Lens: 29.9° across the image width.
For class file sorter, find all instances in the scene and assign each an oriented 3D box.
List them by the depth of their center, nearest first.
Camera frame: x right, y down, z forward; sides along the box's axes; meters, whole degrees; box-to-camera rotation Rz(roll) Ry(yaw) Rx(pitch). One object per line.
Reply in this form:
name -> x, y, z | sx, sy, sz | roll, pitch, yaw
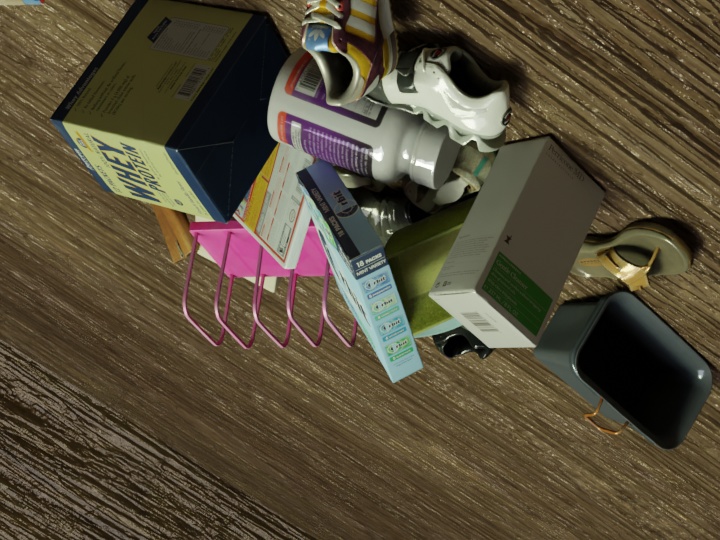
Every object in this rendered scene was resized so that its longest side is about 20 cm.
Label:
file sorter -> -0.108, 0.023, 1.695 | 0.197, 0.127, 0.139 | -1, 155, 18

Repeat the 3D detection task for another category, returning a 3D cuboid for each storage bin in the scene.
storage bin -> 0.315, 0.129, 1.691 | 0.199, 0.146, 0.134 | 39, 166, -21

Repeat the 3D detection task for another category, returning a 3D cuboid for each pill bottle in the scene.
pill bottle -> 0.008, -0.162, 1.470 | 0.198, 0.112, 0.112 | 23, 157, 17

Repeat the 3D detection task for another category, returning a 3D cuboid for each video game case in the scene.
video game case -> -0.113, -0.112, 1.616 | 0.017, 0.144, 0.200 | 0, -151, -37

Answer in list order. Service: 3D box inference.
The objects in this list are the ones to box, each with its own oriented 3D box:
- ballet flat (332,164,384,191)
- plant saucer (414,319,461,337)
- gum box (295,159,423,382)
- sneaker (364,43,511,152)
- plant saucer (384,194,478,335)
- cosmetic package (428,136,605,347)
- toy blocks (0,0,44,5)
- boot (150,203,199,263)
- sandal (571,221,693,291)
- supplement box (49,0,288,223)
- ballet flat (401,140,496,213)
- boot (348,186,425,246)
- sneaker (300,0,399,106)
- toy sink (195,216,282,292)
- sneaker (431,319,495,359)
ballet flat -> -0.047, -0.141, 1.622 | 0.198, 0.063, 0.068 | 16, 154, 31
plant saucer -> 0.092, 0.016, 1.733 | 0.198, 0.039, 0.202 | -11, 145, -8
gum box -> 0.000, 0.000, 1.513 | 0.170, 0.044, 0.201 | 59, 172, 46
sneaker -> 0.069, -0.205, 1.382 | 0.198, 0.074, 0.089 | 25, 139, 13
plant saucer -> 0.117, -0.019, 1.602 | 0.201, 0.198, 0.048 | 74, 172, -58
cosmetic package -> 0.168, -0.029, 1.437 | 0.107, 0.202, 0.084 | 38, 157, -26
toy blocks -> -0.425, -0.382, 1.577 | 0.135, 0.101, 0.201 | 5, 148, 24
boot -> -0.269, -0.115, 1.813 | 0.202, 0.068, 0.188 | 69, 156, 6
sandal -> 0.296, -0.006, 1.521 | 0.080, 0.054, 0.199 | 40, 155, -24
supplement box -> -0.206, -0.189, 1.553 | 0.198, 0.201, 0.135 | 15, 153, 32
ballet flat -> 0.090, -0.100, 1.563 | 0.067, 0.063, 0.200 | 34, 157, -11
boot -> 0.039, -0.037, 1.755 | 0.129, 0.068, 0.201 | 15, 154, 23
sneaker -> -0.021, -0.256, 1.289 | 0.074, 0.090, 0.202 | 11, 132, 39
toy sink -> -0.143, -0.079, 1.820 | 0.129, 0.113, 0.200 | 26, 157, 5
sneaker -> 0.113, 0.073, 1.860 | 0.199, 0.088, 0.076 | 4, 147, 47
